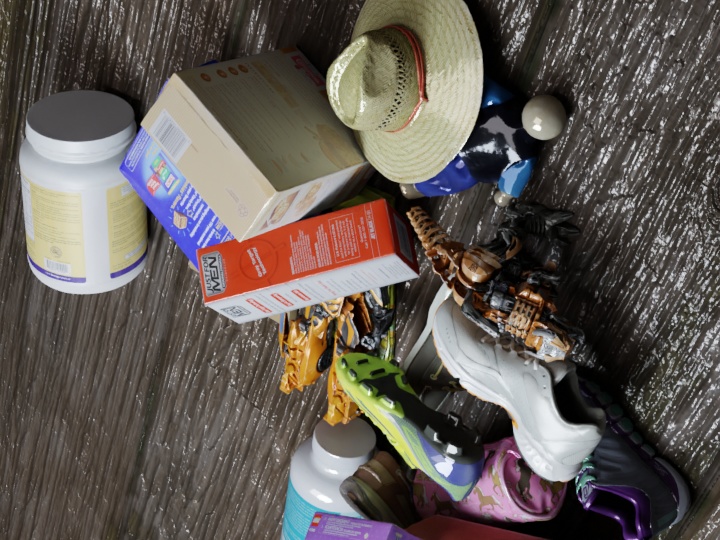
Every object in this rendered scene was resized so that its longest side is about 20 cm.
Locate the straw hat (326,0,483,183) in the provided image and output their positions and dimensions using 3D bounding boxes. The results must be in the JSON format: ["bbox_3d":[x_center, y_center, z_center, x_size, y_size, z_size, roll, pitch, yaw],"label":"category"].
[{"bbox_3d":[0.017,-0.174,1.472,0.200,0.085,0.203,11,105,49],"label":"straw hat"}]

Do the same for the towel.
[{"bbox_3d":[0.000,0.000,1.688,0.086,0.018,0.202,24,128,34],"label":"towel"}]

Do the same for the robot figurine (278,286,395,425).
[{"bbox_3d":[-0.032,0.059,1.700,0.144,0.058,0.201,30,132,30],"label":"robot figurine"}]

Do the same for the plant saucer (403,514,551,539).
[{"bbox_3d":[0.169,0.299,1.608,0.198,0.037,0.200,5,157,44],"label":"plant saucer"}]

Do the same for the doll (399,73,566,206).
[{"bbox_3d":[0.107,-0.124,1.477,0.199,0.048,0.138,-13,97,49],"label":"doll"}]

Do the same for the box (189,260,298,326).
[{"bbox_3d":[-0.128,-0.055,1.784,0.163,0.021,0.201,30,132,30],"label":"box"}]

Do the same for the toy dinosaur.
[{"bbox_3d":[0.127,0.000,1.464,0.201,0.135,0.102,52,140,8],"label":"toy dinosaur"}]

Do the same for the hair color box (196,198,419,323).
[{"bbox_3d":[-0.051,-0.007,1.589,0.198,0.101,0.062,-15,73,12],"label":"hair color box"}]

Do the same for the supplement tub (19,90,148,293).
[{"bbox_3d":[-0.320,-0.091,1.865,0.145,0.145,0.202,28,130,32],"label":"supplement tub"}]

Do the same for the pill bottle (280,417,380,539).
[{"bbox_3d":[-0.029,0.257,1.801,0.110,0.110,0.201,33,134,28],"label":"pill bottle"}]

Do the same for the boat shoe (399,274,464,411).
[{"bbox_3d":[0.091,0.084,1.603,0.060,0.072,0.203,43,134,25],"label":"boat shoe"}]

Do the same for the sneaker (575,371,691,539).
[{"bbox_3d":[0.217,0.173,1.513,0.200,0.087,0.075,42,137,20],"label":"sneaker"}]

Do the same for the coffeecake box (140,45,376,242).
[{"bbox_3d":[-0.088,-0.127,1.554,0.154,0.199,0.073,49,124,12],"label":"coffeecake box"}]

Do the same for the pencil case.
[{"bbox_3d":[0.127,0.213,1.612,0.086,0.084,0.200,23,160,-22],"label":"pencil case"}]

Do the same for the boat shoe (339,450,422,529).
[{"bbox_3d":[0.049,0.263,1.733,0.075,0.072,0.200,28,161,37],"label":"boat shoe"}]

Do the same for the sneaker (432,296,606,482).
[{"bbox_3d":[0.152,0.091,1.473,0.200,0.076,0.092,48,134,11],"label":"sneaker"}]

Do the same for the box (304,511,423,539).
[{"bbox_3d":[0.058,0.304,1.632,0.199,0.039,0.136,32,161,-30],"label":"box"}]

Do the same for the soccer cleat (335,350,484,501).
[{"bbox_3d":[0.041,0.152,1.579,0.200,0.064,0.084,37,133,35],"label":"soccer cleat"}]

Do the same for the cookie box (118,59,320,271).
[{"bbox_3d":[-0.148,-0.090,1.706,0.201,0.075,0.171,52,139,10],"label":"cookie box"}]
